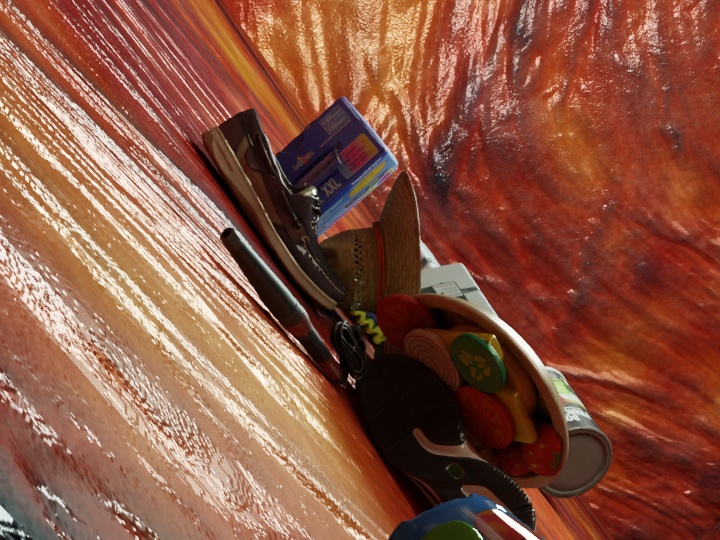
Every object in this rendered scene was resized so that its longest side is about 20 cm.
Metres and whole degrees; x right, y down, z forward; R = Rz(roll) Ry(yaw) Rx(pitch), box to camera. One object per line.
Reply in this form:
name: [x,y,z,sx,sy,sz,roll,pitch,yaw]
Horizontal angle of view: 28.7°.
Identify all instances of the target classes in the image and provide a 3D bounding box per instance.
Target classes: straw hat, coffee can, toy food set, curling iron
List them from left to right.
curling iron: [-0.051,0.027,1.067,0.200,0.025,0.050,45,47,-45]
straw hat: [0.000,0.000,1.373,0.201,0.084,0.204,-179,-90,-82]
toy food set: [0.088,0.103,1.167,0.199,0.049,0.199,3,-56,53]
coffee can: [0.338,0.283,2.481,0.147,0.146,0.200,51,5,-32]

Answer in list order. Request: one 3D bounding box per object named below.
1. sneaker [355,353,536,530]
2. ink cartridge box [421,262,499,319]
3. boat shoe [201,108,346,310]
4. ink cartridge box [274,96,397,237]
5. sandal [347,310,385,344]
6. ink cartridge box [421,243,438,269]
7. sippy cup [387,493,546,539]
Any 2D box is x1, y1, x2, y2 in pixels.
sneaker: [0.064,0.167,1.145,0.201,0.075,0.116,51,-16,26]
ink cartridge box: [0.092,0.096,1.388,0.200,0.082,0.148,-113,-166,-70]
boat shoe: [-0.067,-0.056,1.282,0.201,0.065,0.072,55,3,-9]
ink cartridge box: [-0.039,-0.100,1.436,0.076,0.136,0.200,49,4,6]
sandal: [0.037,0.040,1.541,0.200,0.087,0.080,50,8,-32]
ink cartridge box: [0.096,0.046,2.000,0.201,0.083,0.147,59,6,32]
sippy cup: [0.064,0.179,0.640,0.139,0.179,0.130,-9,38,-35]
